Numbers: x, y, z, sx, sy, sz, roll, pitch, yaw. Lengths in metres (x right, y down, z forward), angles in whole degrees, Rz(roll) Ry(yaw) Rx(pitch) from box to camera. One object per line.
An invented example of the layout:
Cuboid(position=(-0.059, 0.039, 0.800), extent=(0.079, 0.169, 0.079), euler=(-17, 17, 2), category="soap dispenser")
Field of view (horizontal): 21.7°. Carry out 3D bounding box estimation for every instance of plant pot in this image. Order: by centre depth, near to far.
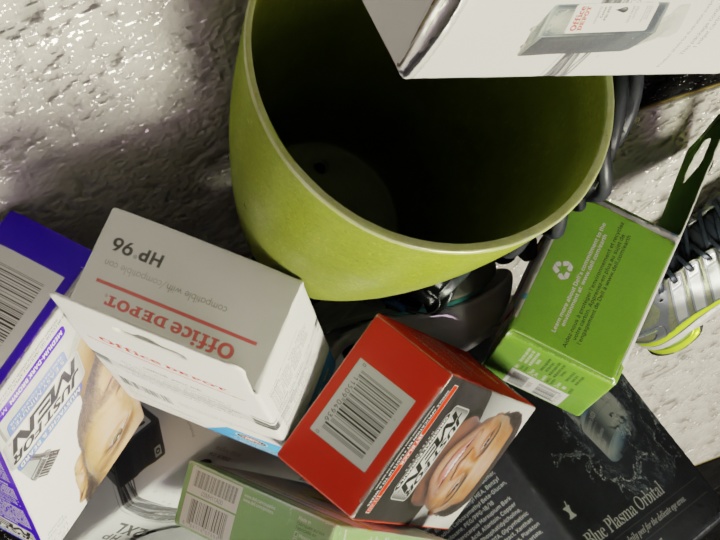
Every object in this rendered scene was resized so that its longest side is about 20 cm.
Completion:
Cuboid(position=(0.006, -0.060, 0.971), extent=(0.185, 0.189, 0.200), euler=(-13, 164, -23), category="plant pot")

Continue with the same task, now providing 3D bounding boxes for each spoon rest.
Cuboid(position=(0.025, 0.045, 1.214), extent=(0.099, 0.061, 0.200), euler=(-13, -161, 47), category="spoon rest")

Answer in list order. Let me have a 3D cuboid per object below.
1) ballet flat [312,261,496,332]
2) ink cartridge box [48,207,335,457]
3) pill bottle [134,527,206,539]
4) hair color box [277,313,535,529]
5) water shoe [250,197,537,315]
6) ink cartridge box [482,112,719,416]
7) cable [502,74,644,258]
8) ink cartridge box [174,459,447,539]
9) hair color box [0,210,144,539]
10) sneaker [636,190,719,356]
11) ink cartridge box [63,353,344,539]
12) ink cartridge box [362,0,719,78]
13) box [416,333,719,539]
Cuboid(position=(0.000, 0.000, 1.171), extent=(0.198, 0.067, 0.064), euler=(-16, 120, -24), category="ballet flat")
Cuboid(position=(-0.086, 0.033, 1.020), extent=(0.200, 0.115, 0.068), euler=(74, 38, -71), category="ink cartridge box")
Cuboid(position=(-0.104, 0.273, 1.211), extent=(0.111, 0.201, 0.113), euler=(-19, 153, -10), category="pill bottle")
Cuboid(position=(0.033, 0.095, 1.120), extent=(0.102, 0.061, 0.200), euler=(-54, 160, 4), category="hair color box")
Cuboid(position=(0.024, -0.006, 1.118), extent=(0.199, 0.080, 0.071), euler=(-23, -175, -23), category="water shoe")
Cuboid(position=(0.156, -0.021, 1.195), extent=(0.148, 0.075, 0.201), euler=(103, 12, -78), category="ink cartridge box")
Cuboid(position=(0.104, -0.080, 1.026), extent=(0.050, 0.164, 0.200), euler=(21, 139, -21), category="cable")
Cuboid(position=(0.002, 0.172, 1.181), extent=(0.199, 0.145, 0.048), euler=(16, 89, -43), category="ink cartridge box")
Cuboid(position=(-0.187, 0.069, 1.073), extent=(0.110, 0.064, 0.201), euler=(-57, 164, -25), category="hair color box")
Cuboid(position=(0.238, -0.006, 1.349), extent=(0.080, 0.074, 0.200), euler=(1, 140, -36), category="sneaker")
Cuboid(position=(-0.111, 0.123, 1.255), extent=(0.199, 0.084, 0.145), euler=(-37, 150, 20), category="ink cartridge box")
Cuboid(position=(0.086, -0.167, 0.868), extent=(0.198, 0.147, 0.085), euler=(-3, 145, -36), category="ink cartridge box")
Cuboid(position=(0.126, 0.150, 1.324), extent=(0.117, 0.201, 0.196), euler=(-45, 167, 32), category="box")
